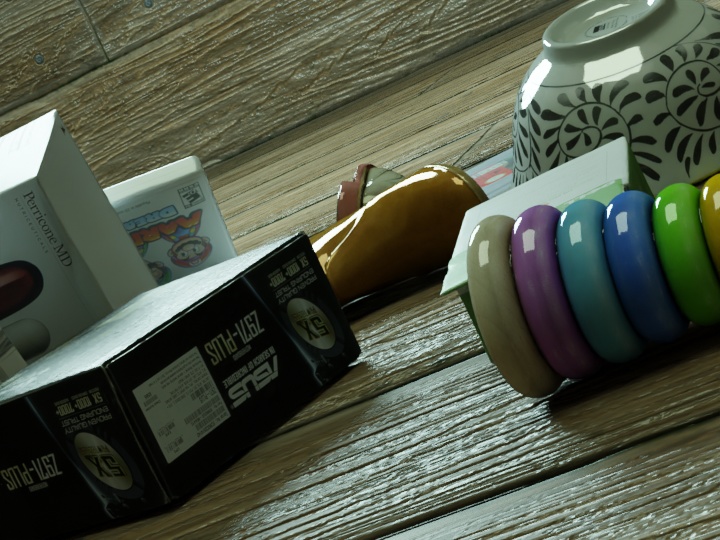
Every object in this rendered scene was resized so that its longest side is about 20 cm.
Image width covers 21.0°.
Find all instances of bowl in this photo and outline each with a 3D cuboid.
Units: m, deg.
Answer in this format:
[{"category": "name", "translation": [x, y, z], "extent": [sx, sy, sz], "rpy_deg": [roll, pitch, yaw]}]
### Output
[{"category": "bowl", "translation": [0.175, -0.126, 1.272], "extent": [0.199, 0.095, 0.201], "rpy_deg": [-22, 22, 9]}]

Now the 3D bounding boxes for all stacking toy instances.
[{"category": "stacking toy", "translation": [0.150, -0.011, 0.851], "extent": [0.198, 0.086, 0.085], "rpy_deg": [-19, 10, 21]}]

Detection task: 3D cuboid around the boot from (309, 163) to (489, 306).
[{"category": "boot", "translation": [-0.001, -0.001, 1.322], "extent": [0.144, 0.071, 0.201], "rpy_deg": [-37, 8, -24]}]

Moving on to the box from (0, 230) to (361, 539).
[{"category": "box", "translation": [-0.124, 0.071, 1.146], "extent": [0.163, 0.087, 0.200], "rpy_deg": [-19, 10, 39]}]

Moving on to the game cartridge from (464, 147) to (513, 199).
[{"category": "game cartridge", "translation": [0.137, -0.073, 1.420], "extent": [0.132, 0.041, 0.200], "rpy_deg": [-23, 8, -4]}]

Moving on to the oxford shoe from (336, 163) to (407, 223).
[{"category": "oxford shoe", "translation": [0.026, -0.044, 1.547], "extent": [0.074, 0.071, 0.200], "rpy_deg": [2, 11, 6]}]

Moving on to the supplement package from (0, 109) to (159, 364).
[{"category": "supplement package", "translation": [-0.266, 0.028, 1.405], "extent": [0.199, 0.192, 0.147], "rpy_deg": [-26, 21, 8]}]

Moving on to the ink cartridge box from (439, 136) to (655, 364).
[{"category": "ink cartridge box", "translation": [0.106, -0.008, 1.018], "extent": [0.103, 0.060, 0.200], "rpy_deg": [-25, 8, 12]}]

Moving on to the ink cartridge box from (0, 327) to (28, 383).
[{"category": "ink cartridge box", "translation": [-0.302, 0.070, 1.264], "extent": [0.146, 0.201, 0.083], "rpy_deg": [-18, 22, 40]}]

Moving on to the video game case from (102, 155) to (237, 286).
[{"category": "video game case", "translation": [-0.199, 0.003, 1.551], "extent": [0.198, 0.024, 0.183], "rpy_deg": [-21, -36, -3]}]
